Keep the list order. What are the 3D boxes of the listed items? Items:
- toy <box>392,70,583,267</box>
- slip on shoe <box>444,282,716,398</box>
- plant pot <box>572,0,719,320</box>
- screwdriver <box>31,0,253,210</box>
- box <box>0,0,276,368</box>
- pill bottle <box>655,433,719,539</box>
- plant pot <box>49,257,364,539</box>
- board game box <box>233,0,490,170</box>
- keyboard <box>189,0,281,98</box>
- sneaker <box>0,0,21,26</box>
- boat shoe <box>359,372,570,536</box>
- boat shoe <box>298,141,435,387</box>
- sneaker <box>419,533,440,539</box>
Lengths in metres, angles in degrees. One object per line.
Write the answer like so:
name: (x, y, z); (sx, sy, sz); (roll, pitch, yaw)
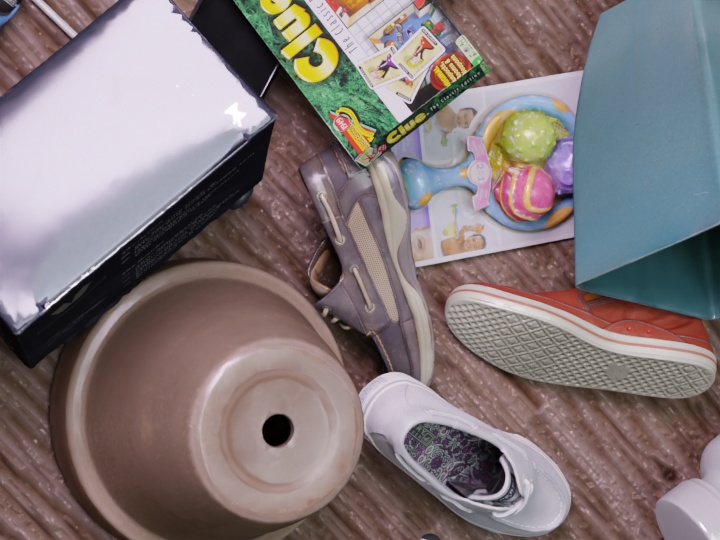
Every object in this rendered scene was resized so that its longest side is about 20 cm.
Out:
toy: (0.106, -0.069, 1.736); (0.200, 0.047, 0.115); (-10, 102, -19)
slip on shoe: (0.151, 0.039, 1.758); (0.200, 0.074, 0.061); (11, 53, -15)
plant pot: (0.232, -0.091, 1.716); (0.141, 0.141, 0.200); (13, 65, -39)
screwdriver: (-0.144, -0.113, 1.650); (0.200, 0.029, 0.028); (45, 76, -18)
box: (-0.163, -0.053, 1.532); (0.197, 0.200, 0.117); (-40, 87, -9)
pill bottle: (0.310, 0.144, 1.792); (0.200, 0.111, 0.111); (-32, 103, -18)
plant pot: (-0.081, 0.095, 1.605); (0.200, 0.175, 0.200); (-1, 93, -21)
board game box: (-0.015, -0.170, 1.625); (0.105, 0.023, 0.200); (-39, 66, 5)
keyboard: (-0.039, -0.179, 1.657); (0.127, 0.021, 0.200); (25, 83, 23)
sneaker: (-0.274, -0.240, 1.580); (0.083, 0.071, 0.200); (-42, 107, -29)
boat shoe: (0.080, 0.133, 1.701); (0.072, 0.069, 0.200); (-47, 127, 1)
boat shoe: (0.000, 0.000, 1.678); (0.073, 0.075, 0.200); (-14, 117, -5)
sneaker: (0.077, 0.259, 1.722); (0.115, 0.081, 0.199); (-34, 102, -15)
